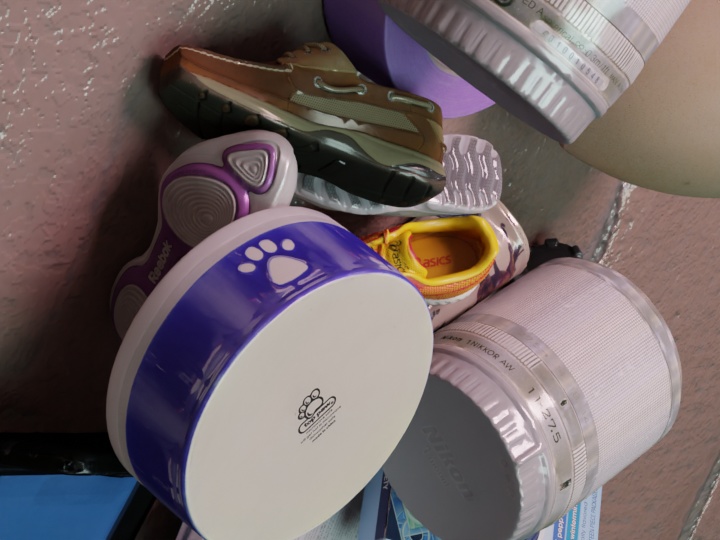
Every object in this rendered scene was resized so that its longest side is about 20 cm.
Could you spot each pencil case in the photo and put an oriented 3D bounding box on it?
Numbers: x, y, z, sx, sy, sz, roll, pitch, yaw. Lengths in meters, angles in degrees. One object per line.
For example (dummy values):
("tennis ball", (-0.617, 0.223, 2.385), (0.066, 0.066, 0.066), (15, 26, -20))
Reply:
("pencil case", (0.026, 0.013, 1.366), (0.199, 0.090, 0.078), (-35, 169, -23))

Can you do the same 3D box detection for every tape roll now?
("tape roll", (0.070, -0.205, 1.240), (0.199, 0.066, 0.201), (-30, 140, -29))

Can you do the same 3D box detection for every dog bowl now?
("dog bowl", (-0.052, 0.067, 1.130), (0.199, 0.079, 0.202), (-30, 138, -30))

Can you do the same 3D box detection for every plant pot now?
("plant pot", (0.207, -0.145, 1.369), (0.133, 0.202, 0.201), (-8, 136, 1))

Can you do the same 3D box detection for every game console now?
("game console", (-0.178, 0.167, 1.236), (0.199, 0.175, 0.118), (5, 88, -51))

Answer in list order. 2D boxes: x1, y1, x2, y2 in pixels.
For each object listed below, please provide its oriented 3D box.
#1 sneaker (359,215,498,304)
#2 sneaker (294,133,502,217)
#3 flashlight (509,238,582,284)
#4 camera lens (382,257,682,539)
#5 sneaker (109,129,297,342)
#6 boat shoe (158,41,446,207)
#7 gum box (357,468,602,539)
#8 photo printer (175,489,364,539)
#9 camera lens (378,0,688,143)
("sneaker", (0.000, 0.000, 1.280), (0.198, 0.074, 0.077), (-19, 162, -17))
("sneaker", (0.000, -0.064, 1.272), (0.198, 0.082, 0.076), (12, 73, -35))
("flashlight", (0.171, 0.058, 1.580), (0.201, 0.067, 0.068), (81, 30, -45))
("camera lens", (0.126, 0.095, 1.363), (0.199, 0.159, 0.161), (-30, 139, -37))
("sneaker", (-0.088, -0.025, 1.189), (0.099, 0.075, 0.200), (-21, 159, -46))
("boat shoe", (-0.032, -0.103, 1.176), (0.199, 0.075, 0.075), (20, 70, -27))
("gum box", (0.099, 0.158, 1.451), (0.199, 0.044, 0.172), (22, 63, -27))
("photo printer", (-0.056, 0.198, 1.399), (0.168, 0.069, 0.200), (-67, 151, -18))
("camera lens", (0.125, -0.198, 1.099), (0.201, 0.160, 0.160), (-54, 145, 1))
